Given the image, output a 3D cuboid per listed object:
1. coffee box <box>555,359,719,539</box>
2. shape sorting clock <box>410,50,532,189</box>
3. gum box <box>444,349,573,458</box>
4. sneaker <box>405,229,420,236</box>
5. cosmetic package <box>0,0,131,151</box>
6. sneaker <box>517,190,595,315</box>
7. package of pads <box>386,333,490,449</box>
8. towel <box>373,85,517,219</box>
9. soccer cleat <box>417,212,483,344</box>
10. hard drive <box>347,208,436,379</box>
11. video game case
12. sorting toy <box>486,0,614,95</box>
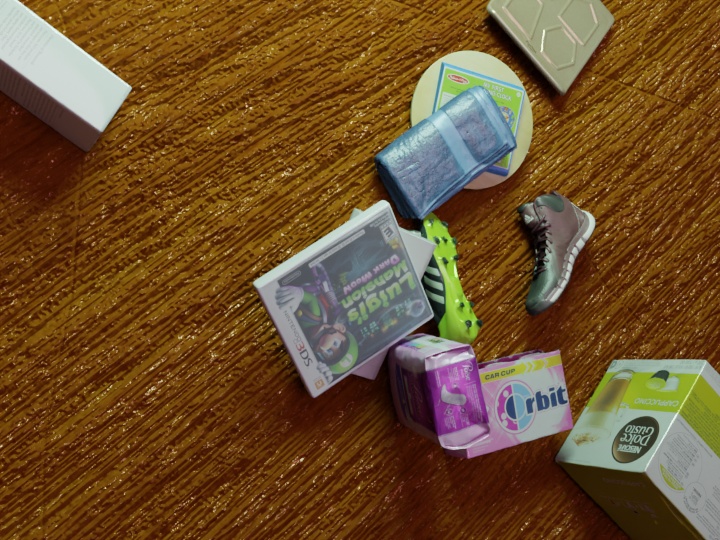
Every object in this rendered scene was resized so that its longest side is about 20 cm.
[{"bbox_3d":[0.449,0.272,1.345,0.200,0.199,0.199,45,69,-15],"label":"coffee box"},{"bbox_3d":[0.164,-0.221,1.352,0.196,0.039,0.205,-1,93,-17],"label":"shape sorting clock"},{"bbox_3d":[0.209,0.187,1.312,0.196,0.066,0.116,-9,90,-26],"label":"gum box"},{"bbox_3d":[0.000,0.000,1.234,0.196,0.075,0.089,-9,96,-25],"label":"sneaker"},{"bbox_3d":[-0.374,-0.234,1.062,0.199,0.101,0.072,37,70,-18],"label":"cosmetic package"},{"bbox_3d":[0.266,-0.037,1.370,0.115,0.075,0.201,40,59,-11],"label":"sneaker"},{"bbox_3d":[0.094,0.152,1.185,0.074,0.200,0.123,-14,94,-13],"label":"package of pads"},{"bbox_3d":[0.121,-0.167,1.294,0.199,0.048,0.113,-36,102,-12],"label":"towel"},{"bbox_3d":[0.106,0.016,1.285,0.067,0.080,0.204,8,59,-47],"label":"soccer cleat"},{"bbox_3d":[0.006,0.034,1.203,0.130,0.027,0.203,20,99,-32],"label":"hard drive"},{"bbox_3d":[-0.016,0.038,1.164,0.198,0.023,0.184,-33,121,-13],"label":"video game case"},{"bbox_3d":[0.299,-0.401,1.443,0.185,0.036,0.201,43,64,-15],"label":"sorting toy"}]
